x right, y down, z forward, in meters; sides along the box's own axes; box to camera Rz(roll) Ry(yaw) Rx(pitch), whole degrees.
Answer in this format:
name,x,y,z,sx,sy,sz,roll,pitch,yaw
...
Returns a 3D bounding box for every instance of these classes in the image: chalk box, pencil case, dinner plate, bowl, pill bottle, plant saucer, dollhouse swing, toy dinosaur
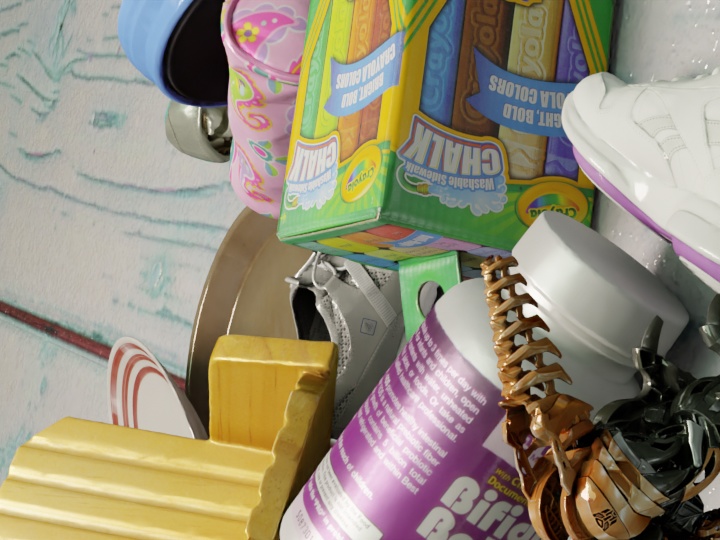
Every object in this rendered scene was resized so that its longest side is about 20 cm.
name,x,y,z,sx,sy,sz,roll,pitch,yaw
chalk box,0.040,-0.061,1.037,0.125,0.124,0.201,-12,68,62
pencil case,-0.039,-0.104,1.182,0.200,0.087,0.088,92,178,-67
dinner plate,-0.121,0.138,1.329,0.200,0.024,0.201,46,144,47
bowl,-0.046,-0.169,1.195,0.039,0.200,0.201,57,135,19
pill bottle,0.059,0.076,0.935,0.200,0.112,0.112,-55,32,15
plant saucer,-0.061,0.048,1.304,0.200,0.029,0.201,-36,47,53
dollhouse swing,-0.123,0.134,1.047,0.182,0.175,0.201,96,-168,-60
toy dinosaur,0.114,0.083,0.802,0.102,0.136,0.201,12,131,49

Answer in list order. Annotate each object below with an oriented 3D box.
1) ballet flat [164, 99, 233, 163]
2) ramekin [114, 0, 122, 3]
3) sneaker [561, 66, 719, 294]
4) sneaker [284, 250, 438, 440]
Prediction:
name,x,y,z,sx,sy,sz,roll,pitch,yaw
ballet flat,-0.081,-0.171,1.422,0.064,0.067,0.201,27,106,35
ramekin,-0.132,-0.281,1.516,0.200,0.097,0.201,-37,47,53
sneaker,0.158,-0.053,0.880,0.100,0.075,0.200,-53,31,7
sneaker,0.000,0.000,1.139,0.075,0.082,0.201,-13,67,62
